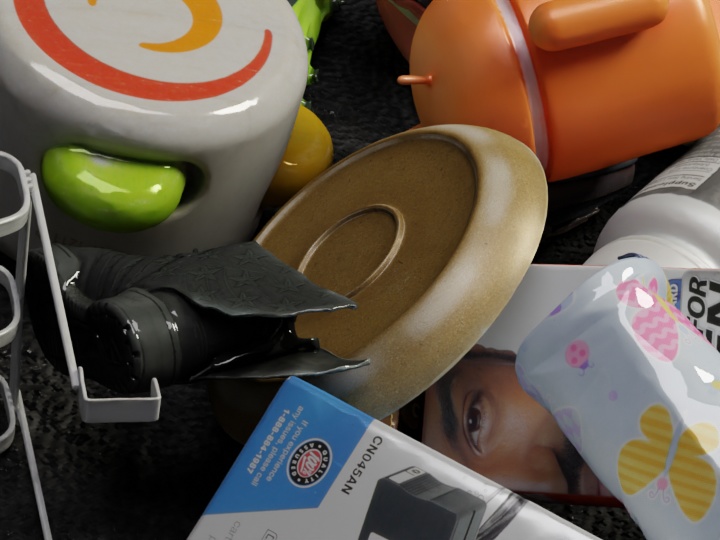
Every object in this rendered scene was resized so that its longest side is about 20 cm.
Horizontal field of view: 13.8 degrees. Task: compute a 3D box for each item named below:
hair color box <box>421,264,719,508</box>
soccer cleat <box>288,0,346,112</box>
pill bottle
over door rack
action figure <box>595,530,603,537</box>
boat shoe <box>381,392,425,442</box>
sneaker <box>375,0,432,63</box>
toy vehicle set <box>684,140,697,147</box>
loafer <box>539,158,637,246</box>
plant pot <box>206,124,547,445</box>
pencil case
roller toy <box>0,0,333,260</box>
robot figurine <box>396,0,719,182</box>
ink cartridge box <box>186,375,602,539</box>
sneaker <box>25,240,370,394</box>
[{"bbox_3d":[0.133,0.056,1.398,0.199,0.112,0.064,1,-9,22],"label":"hair color box"},{"bbox_3d":[-0.055,-0.152,1.727,0.080,0.068,0.200,3,38,10],"label":"soccer cleat"},{"bbox_3d":[0.190,-0.006,1.532,0.113,0.114,0.200,26,42,24],"label":"pill bottle"},{"bbox_3d":[-0.158,0.059,1.366,0.066,0.148,0.200,-10,40,-23],"label":"over door rack"},{"bbox_3d":[0.144,0.166,1.342,0.199,0.070,0.130,19,46,20],"label":"action figure"},{"bbox_3d":[0.010,0.065,1.447,0.067,0.072,0.201,9,41,-8],"label":"boat shoe"},{"bbox_3d":[0.065,-0.127,1.707,0.073,0.087,0.201,-29,69,-6],"label":"sneaker"},{"bbox_3d":[0.180,-0.116,1.666,0.199,0.124,0.027,27,67,23],"label":"toy vehicle set"},{"bbox_3d":[0.062,-0.030,1.599,0.199,0.063,0.072,-13,24,-30],"label":"loafer"},{"bbox_3d":[0.000,0.000,1.424,0.199,0.028,0.201,-29,33,21],"label":"plant pot"},{"bbox_3d":[0.151,0.089,1.292,0.200,0.083,0.091,54,16,28],"label":"pencil case"},{"bbox_3d":[-0.126,-0.086,1.566,0.182,0.140,0.200,41,46,22],"label":"roller toy"},{"bbox_3d":[0.112,-0.107,1.536,0.199,0.117,0.144,-16,24,-8],"label":"robot figurine"},{"bbox_3d":[0.023,0.158,1.269,0.199,0.084,0.145,26,76,24],"label":"ink cartridge box"},{"bbox_3d":[-0.083,0.019,1.398,0.104,0.060,0.200,-14,16,-22],"label":"sneaker"}]
